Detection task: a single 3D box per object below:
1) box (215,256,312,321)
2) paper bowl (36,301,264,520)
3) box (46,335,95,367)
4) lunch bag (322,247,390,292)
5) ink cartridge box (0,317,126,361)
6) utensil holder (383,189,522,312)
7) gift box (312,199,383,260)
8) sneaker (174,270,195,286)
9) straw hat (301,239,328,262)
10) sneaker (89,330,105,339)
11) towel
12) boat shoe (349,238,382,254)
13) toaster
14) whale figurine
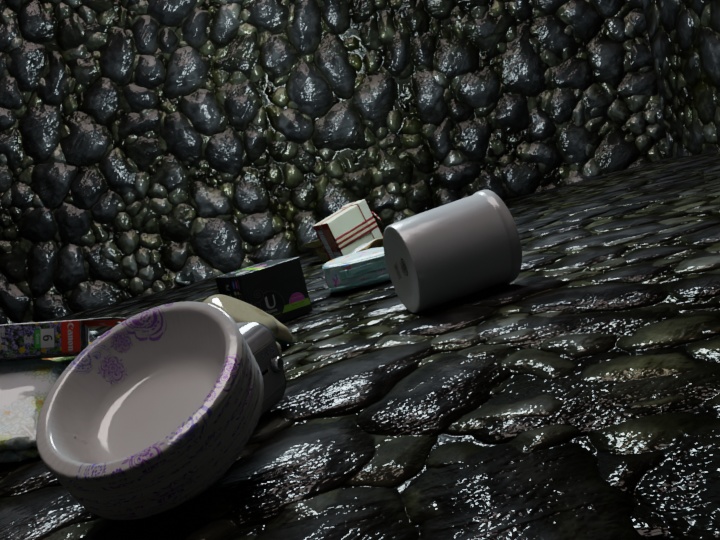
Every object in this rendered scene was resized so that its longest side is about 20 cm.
[{"bbox_3d":[-0.221,0.052,1.508,0.146,0.127,0.199,-18,6,-28],"label":"box"},{"bbox_3d":[-0.185,0.134,0.623,0.196,0.106,0.203,-13,39,10],"label":"paper bowl"},{"bbox_3d":[-0.475,0.182,1.035,0.135,0.039,0.198,27,37,34],"label":"box"},{"bbox_3d":[0.000,0.000,1.656,0.195,0.079,0.160,-15,8,-6],"label":"lunch bag"},{"bbox_3d":[-0.458,0.107,1.024,0.195,0.052,0.109,-2,-9,-17],"label":"ink cartridge box"},{"bbox_3d":[0.158,-0.032,1.183,0.196,0.174,0.170,-18,7,-15],"label":"utensil holder"},{"bbox_3d":[-0.029,-0.119,2.290,0.185,0.203,0.184,-33,16,-19],"label":"gift box"},{"bbox_3d":[-0.868,0.050,3.257,0.078,0.077,0.200,-27,-1,5],"label":"sneaker"},{"bbox_3d":[-0.130,-0.079,2.567,0.196,0.087,0.201,-15,1,0],"label":"straw hat"},{"bbox_3d":[-0.515,0.169,1.258,0.068,0.102,0.200,-14,9,3],"label":"sneaker"},{"bbox_3d":[-0.521,0.197,0.921,0.195,0.049,0.172,-4,34,-13],"label":"towel"},{"bbox_3d":[0.016,-0.052,2.074,0.068,0.073,0.198,-5,13,46],"label":"boat shoe"},{"bbox_3d":[-0.193,0.137,0.787,0.195,0.117,0.129,-10,10,19],"label":"toaster"},{"bbox_3d":[-0.196,0.113,1.114,0.158,0.105,0.199,33,8,24],"label":"whale figurine"}]
